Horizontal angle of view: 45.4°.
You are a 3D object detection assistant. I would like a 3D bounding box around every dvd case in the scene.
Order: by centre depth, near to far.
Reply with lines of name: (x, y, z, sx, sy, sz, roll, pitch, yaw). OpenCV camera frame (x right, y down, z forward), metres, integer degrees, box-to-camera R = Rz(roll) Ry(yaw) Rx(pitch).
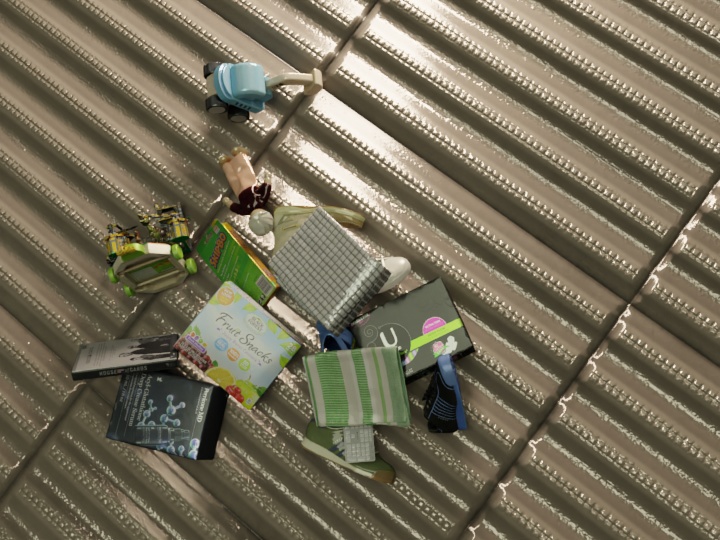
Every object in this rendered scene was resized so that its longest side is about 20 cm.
dvd case: (-0.463, 0.170, 1.712, 0.198, 0.150, 0.025, -7, 106, -10)

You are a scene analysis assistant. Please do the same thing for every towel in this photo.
towel: (-0.009, 0.220, 1.597, 0.198, 0.023, 0.154, -6, 101, 28)
towel: (-0.060, 0.003, 1.635, 0.166, 0.086, 0.200, -48, 62, 2)

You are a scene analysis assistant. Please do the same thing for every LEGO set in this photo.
LEGO set: (-0.440, -0.091, 1.783, 0.198, 0.154, 0.117, -16, 77, 3)

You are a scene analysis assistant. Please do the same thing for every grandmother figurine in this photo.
grandmother figurine: (-0.229, -0.161, 1.788, 0.121, 0.060, 0.201, -35, 63, 25)

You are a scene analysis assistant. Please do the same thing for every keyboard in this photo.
keyboard: (-0.008, 0.274, 1.663, 0.056, 0.011, 0.202, -1, 56, -7)

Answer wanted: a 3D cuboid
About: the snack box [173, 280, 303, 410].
snack box: (-0.241, 0.147, 1.718, 0.200, 0.068, 0.169, 40, 91, 0)

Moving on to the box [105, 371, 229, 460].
box: (-0.382, 0.284, 1.721, 0.198, 0.107, 0.150, 11, 81, 11)

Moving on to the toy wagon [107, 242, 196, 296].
toy wagon: (-0.429, -0.012, 1.738, 0.154, 0.200, 0.040, -20, 62, 6)

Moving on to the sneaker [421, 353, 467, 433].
sneaker: (0.149, 0.236, 1.599, 0.077, 0.201, 0.070, -11, 40, 4)

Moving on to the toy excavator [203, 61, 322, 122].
toy excavator: (-0.205, -0.389, 1.814, 0.199, 0.194, 0.101, -14, 75, 36)

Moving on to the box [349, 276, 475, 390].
box: (0.101, 0.128, 1.656, 0.199, 0.124, 0.150, -26, 76, 5)

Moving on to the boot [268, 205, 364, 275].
boot: (-0.091, -0.051, 1.751, 0.198, 0.072, 0.156, 3, 79, 18)

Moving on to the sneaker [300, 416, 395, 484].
sneaker: (-0.015, 0.333, 1.664, 0.198, 0.067, 0.091, 20, 89, 16)

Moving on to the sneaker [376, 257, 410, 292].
sneaker: (0.000, 0.000, 1.706, 0.198, 0.085, 0.073, -15, 39, 2)

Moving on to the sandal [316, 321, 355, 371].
sandal: (-0.049, 0.139, 1.689, 0.079, 0.087, 0.202, -16, 60, 9)

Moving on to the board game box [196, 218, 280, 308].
board game box: (-0.254, -0.007, 1.775, 0.200, 0.030, 0.096, 47, 119, 13)
